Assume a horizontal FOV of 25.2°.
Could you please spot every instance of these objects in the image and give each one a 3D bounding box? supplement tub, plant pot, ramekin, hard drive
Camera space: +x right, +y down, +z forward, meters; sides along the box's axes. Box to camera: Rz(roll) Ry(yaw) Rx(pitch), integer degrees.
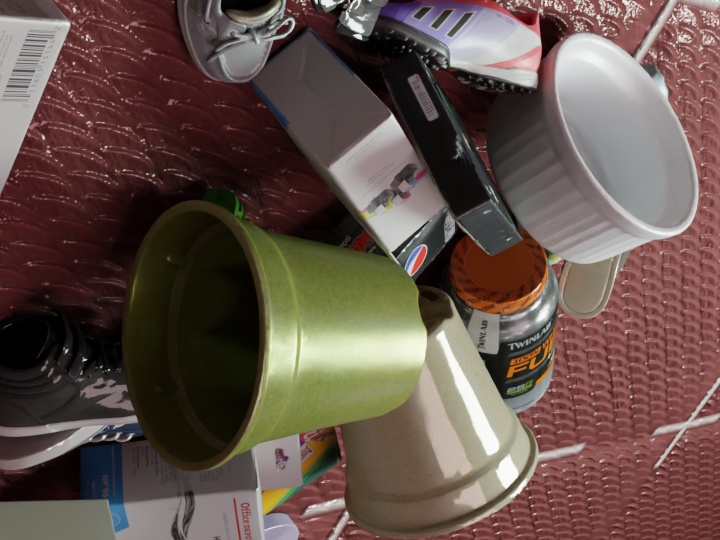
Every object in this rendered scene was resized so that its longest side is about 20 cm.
[{"bbox_3d":[0.140,0.051,1.644,0.122,0.123,0.200,-32,149,-17],"label":"supplement tub"},{"bbox_3d":[0.051,0.124,1.551,0.200,0.200,0.184,-30,117,-19],"label":"plant pot"},{"bbox_3d":[-0.056,0.051,1.247,0.184,0.201,0.201,2,129,-38],"label":"plant pot"},{"bbox_3d":[0.204,-0.104,1.446,0.098,0.201,0.200,-30,161,38],"label":"ramekin"},{"bbox_3d":[0.077,-0.091,1.327,0.038,0.140,0.200,-28,168,9],"label":"hard drive"}]

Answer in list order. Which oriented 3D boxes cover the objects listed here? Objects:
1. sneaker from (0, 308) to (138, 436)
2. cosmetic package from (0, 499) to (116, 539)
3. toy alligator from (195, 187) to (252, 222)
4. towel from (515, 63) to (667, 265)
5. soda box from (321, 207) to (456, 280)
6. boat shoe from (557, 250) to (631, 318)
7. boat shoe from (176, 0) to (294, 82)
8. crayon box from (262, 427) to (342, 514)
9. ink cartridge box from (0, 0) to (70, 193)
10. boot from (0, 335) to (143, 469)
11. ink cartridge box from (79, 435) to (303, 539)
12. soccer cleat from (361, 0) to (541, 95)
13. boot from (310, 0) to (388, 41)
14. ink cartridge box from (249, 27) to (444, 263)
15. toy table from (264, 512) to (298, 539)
[{"bbox_3d":[-0.209,0.072,1.286,0.199,0.071,0.099,-12,144,-11],"label":"sneaker"},{"bbox_3d":[-0.316,0.255,1.371,0.199,0.073,0.104,2,133,-24],"label":"cosmetic package"},{"bbox_3d":[-0.110,-0.013,1.348,0.200,0.059,0.054,79,24,-56],"label":"toy alligator"},{"bbox_3d":[0.232,-0.102,1.629,0.171,0.048,0.200,-34,149,-14],"label":"towel"},{"bbox_3d":[0.000,0.000,1.423,0.200,0.071,0.063,-48,153,-22],"label":"soda box"},{"bbox_3d":[0.252,-0.049,1.617,0.060,0.072,0.201,-60,170,-66],"label":"boat shoe"},{"bbox_3d":[-0.078,-0.206,1.120,0.074,0.065,0.202,-20,144,-32],"label":"boat shoe"},{"bbox_3d":[-0.091,0.155,1.574,0.119,0.058,0.200,-34,149,-15],"label":"crayon box"},{"bbox_3d":[-0.298,-0.091,1.033,0.176,0.045,0.200,-5,133,-47],"label":"ink cartridge box"},{"bbox_3d":[-0.221,0.125,1.369,0.200,0.073,0.091,-31,143,-19],"label":"boot"},{"bbox_3d":[-0.151,0.208,1.482,0.199,0.068,0.116,-6,143,-3],"label":"ink cartridge box"},{"bbox_3d":[0.075,-0.198,1.322,0.200,0.068,0.074,12,87,-42],"label":"soccer cleat"},{"bbox_3d":[0.034,-0.229,1.216,0.200,0.070,0.132,23,107,-45],"label":"boot"},{"bbox_3d":[-0.001,-0.094,1.303,0.068,0.115,0.200,-40,150,-1],"label":"ink cartridge box"},{"bbox_3d":[-0.130,0.367,1.747,0.200,0.117,0.184,-38,150,-4],"label":"toy table"}]
